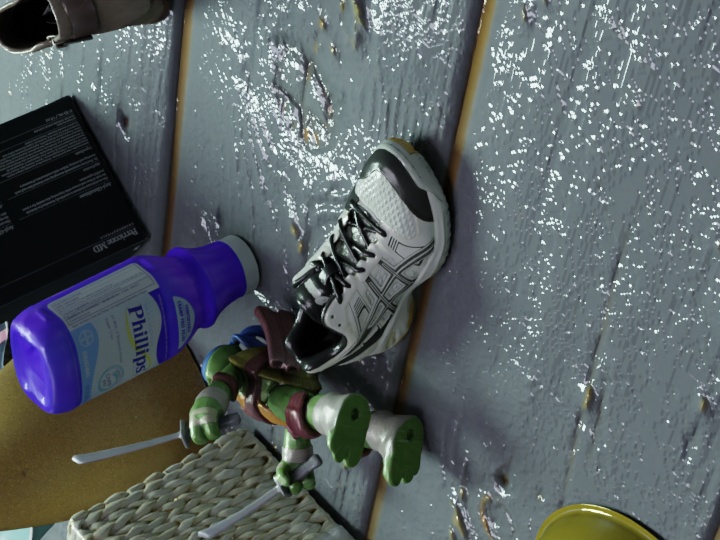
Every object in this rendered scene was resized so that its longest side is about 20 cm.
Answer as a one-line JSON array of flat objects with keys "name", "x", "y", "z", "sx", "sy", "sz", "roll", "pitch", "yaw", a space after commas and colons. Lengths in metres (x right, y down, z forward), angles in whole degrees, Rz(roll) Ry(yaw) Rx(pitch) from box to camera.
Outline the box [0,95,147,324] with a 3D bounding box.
[{"name": "box", "x": -0.298, "y": -0.036, "z": 1.740, "sx": 0.142, "sy": 0.199, "sz": 0.079, "roll": 60, "pitch": 149, "yaw": 7}]

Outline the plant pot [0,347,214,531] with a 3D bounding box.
[{"name": "plant pot", "x": -0.256, "y": 0.136, "z": 1.810, "sx": 0.186, "sy": 0.199, "sz": 0.188, "roll": 36, "pitch": 139, "yaw": 38}]

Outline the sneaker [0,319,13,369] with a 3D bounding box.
[{"name": "sneaker", "x": -0.329, "y": 0.071, "z": 1.942, "sx": 0.082, "sy": 0.070, "sz": 0.202, "roll": -35, "pitch": 58, "yaw": 35}]

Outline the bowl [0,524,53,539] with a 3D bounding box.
[{"name": "bowl", "x": -0.326, "y": 0.160, "z": 2.022, "sx": 0.200, "sy": 0.105, "sz": 0.202, "roll": 35, "pitch": 139, "yaw": 37}]

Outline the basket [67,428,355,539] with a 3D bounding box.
[{"name": "basket", "x": -0.128, "y": 0.270, "z": 1.723, "sx": 0.161, "sy": 0.197, "sz": 0.201, "roll": 45, "pitch": 145, "yaw": 30}]

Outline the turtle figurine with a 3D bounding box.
[{"name": "turtle figurine", "x": -0.063, "y": 0.135, "z": 1.561, "sx": 0.193, "sy": 0.200, "sz": 0.145, "roll": 9, "pitch": 136, "yaw": 43}]

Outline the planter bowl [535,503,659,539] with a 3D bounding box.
[{"name": "planter bowl", "x": 0.155, "y": 0.263, "z": 1.404, "sx": 0.200, "sy": 0.083, "sz": 0.202, "roll": 35, "pitch": 138, "yaw": 38}]

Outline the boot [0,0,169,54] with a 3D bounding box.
[{"name": "boot", "x": -0.200, "y": -0.195, "z": 1.528, "sx": 0.199, "sy": 0.146, "sz": 0.071, "roll": -17, "pitch": 101, "yaw": 59}]

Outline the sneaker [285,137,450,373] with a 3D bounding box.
[{"name": "sneaker", "x": 0.000, "y": 0.000, "z": 1.435, "sx": 0.076, "sy": 0.087, "sz": 0.201, "roll": 46, "pitch": 144, "yaw": 28}]

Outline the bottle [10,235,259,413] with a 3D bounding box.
[{"name": "bottle", "x": -0.167, "y": 0.033, "z": 1.597, "sx": 0.065, "sy": 0.199, "sz": 0.084, "roll": 33, "pitch": 138, "yaw": 39}]
